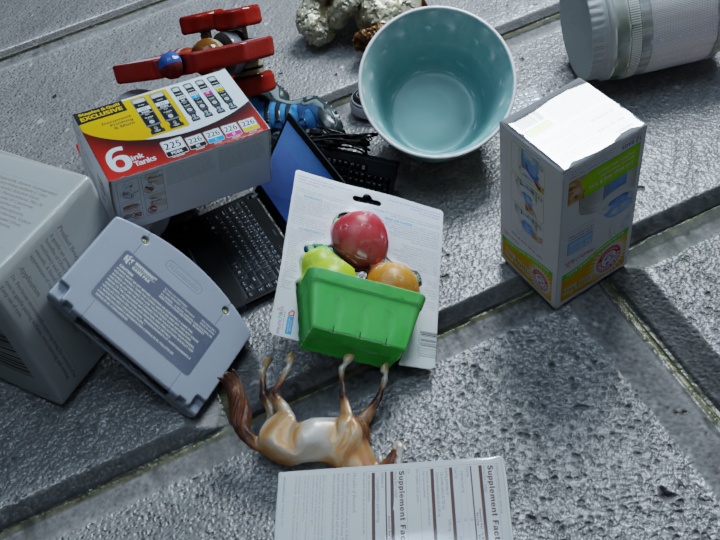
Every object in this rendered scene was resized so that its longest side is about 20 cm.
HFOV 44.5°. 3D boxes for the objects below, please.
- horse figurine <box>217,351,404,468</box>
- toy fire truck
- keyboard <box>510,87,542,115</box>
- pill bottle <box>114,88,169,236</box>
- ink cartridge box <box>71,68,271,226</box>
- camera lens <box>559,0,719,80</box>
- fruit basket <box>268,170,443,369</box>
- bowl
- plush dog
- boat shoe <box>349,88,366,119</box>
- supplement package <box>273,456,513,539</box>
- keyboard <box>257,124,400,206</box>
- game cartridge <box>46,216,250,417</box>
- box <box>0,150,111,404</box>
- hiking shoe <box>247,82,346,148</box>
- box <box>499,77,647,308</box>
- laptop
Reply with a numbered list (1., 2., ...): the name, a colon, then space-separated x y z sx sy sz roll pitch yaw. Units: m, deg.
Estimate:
1. horse figurine: -0.048 0.150 0.884 0.195 0.050 0.135 3 66 3
2. toy fire truck: -0.215 -0.278 1.168 0.166 0.115 0.198 -27 25 -38
3. keyboard: 0.154 -0.209 1.196 0.195 0.011 0.057 -15 48 -2
4. pill bottle: -0.296 -0.141 1.161 0.107 0.111 0.203 -7 48 5
5. ink cartridge box: -0.231 -0.158 1.050 0.197 0.085 0.176 -22 53 -23
6. camera lens: 0.380 -0.346 1.169 0.195 0.162 0.162 -13 47 0
7. fruit basket: 0.000 0.000 0.959 0.181 0.094 0.204 13 55 -13
8. bowl: 0.094 -0.220 1.126 0.196 0.105 0.206 0 76 1
9. plush dog: 0.018 -0.418 1.334 0.171 0.161 0.200 37 61 9
10. boat shoe: 0.079 -0.261 1.218 0.195 0.067 0.071 -6 47 6
11. supplement package: 0.032 0.241 0.751 0.195 0.115 0.111 -5 48 6
12. keyboard: -0.048 -0.132 1.112 0.196 0.039 0.107 14 97 23
13. game cartridge: -0.220 0.044 0.953 0.200 0.041 0.134 43 52 -12
14. box: -0.386 0.000 0.992 0.196 0.201 0.172 17 53 26
15. hiking shoe: -0.098 -0.194 1.200 0.087 0.075 0.198 -44 44 -20
16. box: 0.220 -0.078 0.936 0.111 0.202 0.102 -28 49 -17
17. laptop: -0.129 -0.069 1.066 0.197 0.105 0.178 -25 48 -15
